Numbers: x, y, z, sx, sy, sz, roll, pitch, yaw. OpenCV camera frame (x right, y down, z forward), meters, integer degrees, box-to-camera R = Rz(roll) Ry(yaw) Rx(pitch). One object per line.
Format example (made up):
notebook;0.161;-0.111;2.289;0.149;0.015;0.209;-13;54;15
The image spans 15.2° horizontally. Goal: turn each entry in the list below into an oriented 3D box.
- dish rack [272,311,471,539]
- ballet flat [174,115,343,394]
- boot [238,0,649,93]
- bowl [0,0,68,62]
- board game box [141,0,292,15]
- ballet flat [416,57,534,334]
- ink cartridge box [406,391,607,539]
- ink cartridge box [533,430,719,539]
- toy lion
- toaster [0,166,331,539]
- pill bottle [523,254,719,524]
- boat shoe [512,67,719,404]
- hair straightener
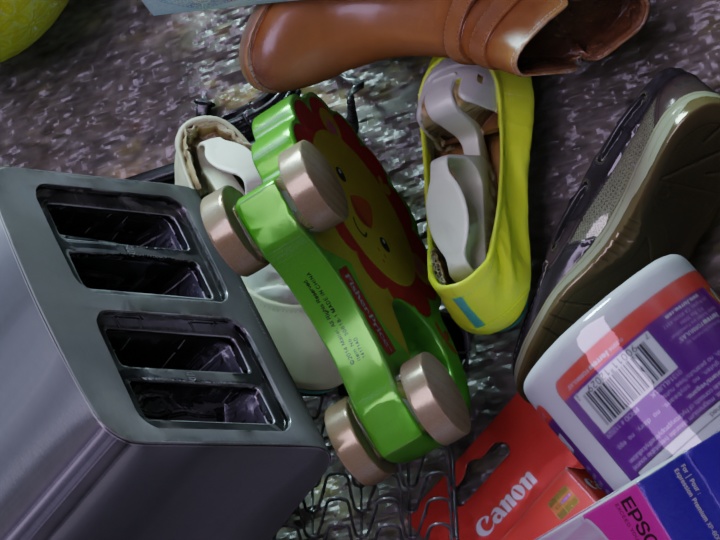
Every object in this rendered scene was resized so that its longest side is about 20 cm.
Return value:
dish rack;-0.013;0.117;1.468;0.152;0.055;0.201;-1;53;-1
ballet flat;-0.057;-0.016;1.500;0.070;0.069;0.200;-48;46;16
boot;0.044;-0.135;1.464;0.199;0.074;0.155;-33;41;-11
bowl;-0.209;-0.216;1.649;0.107;0.200;0.201;2;82;-13
board game box;-0.022;-0.245;1.480;0.198;0.043;0.201;-3;67;17
ballet flat;0.059;-0.063;1.484;0.067;0.067;0.201;-18;60;30
ink cartridge box;0.108;0.168;1.458;0.109;0.050;0.200;-49;64;16
ink cartridge box;0.136;0.161;1.348;0.200;0.037;0.095;-37;82;40
toy lion;0.000;0.000;1.439;0.068;0.192;0.201;-30;89;18
toaster;-0.134;0.052;1.365;0.119;0.199;0.181;-48;55;31
pill bottle;0.186;0.100;1.380;0.111;0.111;0.200;-43;79;18
boat shoe;0.140;-0.018;1.462;0.201;0.071;0.066;-61;31;23
hair straightener;-0.083;-0.076;1.608;0.199;0.041;0.077;-27;71;24
